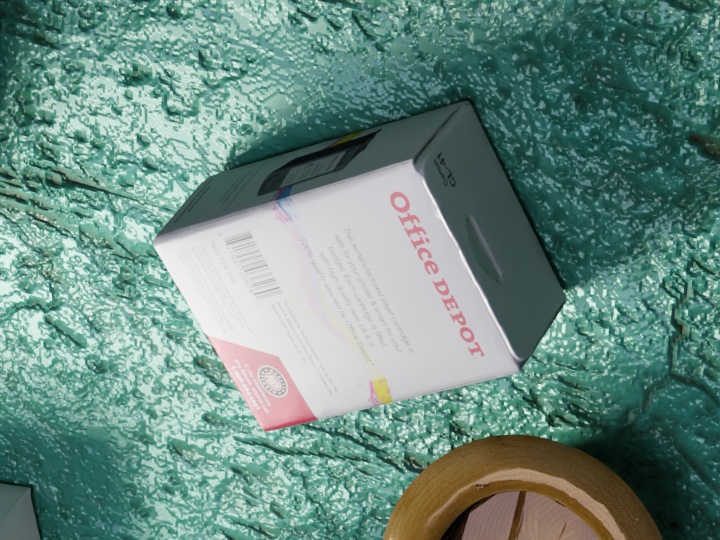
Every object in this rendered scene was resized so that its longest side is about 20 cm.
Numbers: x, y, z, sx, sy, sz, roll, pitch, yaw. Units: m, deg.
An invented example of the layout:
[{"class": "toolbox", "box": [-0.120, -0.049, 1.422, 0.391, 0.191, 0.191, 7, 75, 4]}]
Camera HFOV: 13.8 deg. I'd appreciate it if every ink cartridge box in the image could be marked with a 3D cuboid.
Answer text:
[{"class": "ink cartridge box", "box": [0.000, 0.000, 1.758, 0.199, 0.086, 0.148, -15, 113, 34]}]

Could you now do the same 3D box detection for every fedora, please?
[{"class": "fedora", "box": [0.109, 0.183, 1.823, 0.199, 0.082, 0.202, 8, 113, 20]}]

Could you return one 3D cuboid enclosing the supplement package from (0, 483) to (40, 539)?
[{"class": "supplement package", "box": [-0.332, 0.254, 2.073, 0.199, 0.147, 0.192, 7, 125, 23]}]
